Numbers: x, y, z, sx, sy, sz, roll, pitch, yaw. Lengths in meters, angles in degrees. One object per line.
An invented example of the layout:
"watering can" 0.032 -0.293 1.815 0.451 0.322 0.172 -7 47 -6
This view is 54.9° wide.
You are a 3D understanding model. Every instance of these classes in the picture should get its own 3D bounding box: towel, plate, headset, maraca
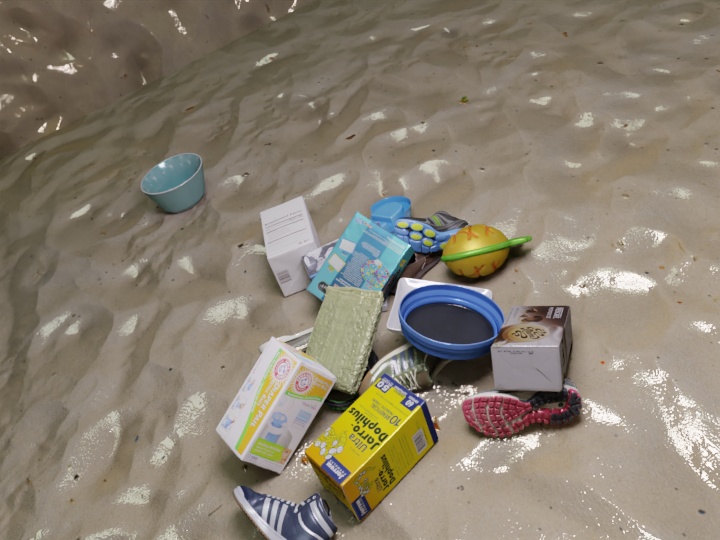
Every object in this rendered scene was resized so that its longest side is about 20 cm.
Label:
"towel" -0.033 0.128 1.327 0.146 0.036 0.205 6 72 37
"plate" 0.159 0.085 1.363 0.194 0.033 0.201 7 30 8
"headset" -0.020 0.170 1.352 0.121 0.095 0.203 7 58 30
"maraca" 0.263 -0.046 1.460 0.195 0.110 0.137 -13 5 -12

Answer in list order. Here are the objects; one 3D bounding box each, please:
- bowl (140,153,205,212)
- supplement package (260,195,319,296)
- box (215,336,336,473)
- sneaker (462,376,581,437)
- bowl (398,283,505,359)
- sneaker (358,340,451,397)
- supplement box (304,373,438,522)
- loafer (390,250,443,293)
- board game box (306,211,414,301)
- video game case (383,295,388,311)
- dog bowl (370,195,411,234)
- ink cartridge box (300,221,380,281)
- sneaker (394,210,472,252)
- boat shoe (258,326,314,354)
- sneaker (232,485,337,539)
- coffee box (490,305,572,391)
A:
"bowl" -0.545 -0.250 2.076 0.196 0.106 0.203 -14 39 11
"supplement package" -0.160 -0.061 1.663 0.117 0.123 0.202 -20 38 1
"box" -0.152 0.242 1.256 0.101 0.112 0.202 29 85 45
"sneaker" 0.270 0.226 1.174 0.195 0.083 0.075 -8 21 8
"bowl" 0.166 0.093 1.276 0.195 0.040 0.202 3 30 -2
"sneaker" 0.094 0.189 1.294 0.199 0.068 0.089 -36 36 -23
"supplement box" 0.021 0.296 1.174 0.199 0.111 0.108 -41 42 -22
"loafer" 0.126 -0.035 1.539 0.072 0.072 0.201 13 50 36
"board game box" 0.000 0.000 1.480 0.149 0.047 0.202 32 87 23
"video game case" -0.006 0.029 1.570 0.140 0.018 0.202 -13 40 12
"dog bowl" 0.049 -0.106 1.659 0.110 0.050 0.200 11 42 40
"ink cartridge box" -0.027 -0.027 1.550 0.196 0.101 0.039 -25 1 -4
"sneaker" 0.161 -0.088 1.524 0.195 0.072 0.083 2 35 -20
"boat shoe" -0.111 0.156 1.439 0.197 0.072 0.062 -18 78 -14
"sneaker" -0.122 0.399 1.151 0.108 0.071 0.198 -44 50 -19
"coffee box" 0.301 0.130 1.196 0.110 0.082 0.200 -3 15 24
